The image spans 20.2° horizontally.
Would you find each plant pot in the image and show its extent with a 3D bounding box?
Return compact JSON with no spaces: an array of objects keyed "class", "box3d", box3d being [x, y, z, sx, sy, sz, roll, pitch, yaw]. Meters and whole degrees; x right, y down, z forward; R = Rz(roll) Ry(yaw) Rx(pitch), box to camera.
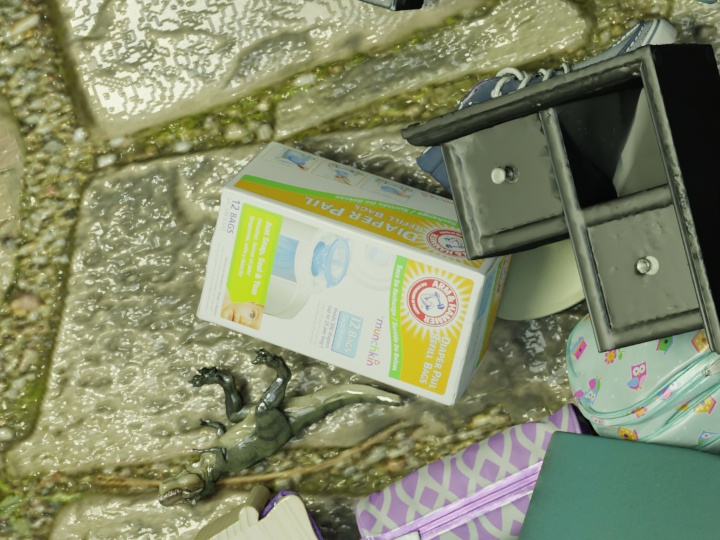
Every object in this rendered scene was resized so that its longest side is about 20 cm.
[{"class":"plant pot","box3d":[0.223,0.207,1.361,0.200,0.141,0.141,0,135,26]}]

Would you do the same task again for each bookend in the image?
[{"class":"bookend","box3d":[0.152,-0.028,1.339,0.200,0.092,0.199,-15,86,36]}]

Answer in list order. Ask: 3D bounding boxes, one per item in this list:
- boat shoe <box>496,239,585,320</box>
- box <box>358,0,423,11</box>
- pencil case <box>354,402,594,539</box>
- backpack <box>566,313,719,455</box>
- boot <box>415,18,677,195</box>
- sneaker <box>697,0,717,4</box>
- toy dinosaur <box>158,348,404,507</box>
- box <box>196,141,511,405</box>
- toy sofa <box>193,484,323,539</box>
[{"class":"boat shoe","box3d":[0.180,-0.022,1.464,0.201,0.063,0.074,-36,63,25]},{"class":"box","box3d":[-0.006,-0.245,1.393,0.122,0.200,0.106,19,100,4]},{"class":"pencil case","box3d":[0.088,0.169,1.494,0.200,0.085,0.084,-27,75,8]},{"class":"backpack","box3d":[0.246,0.051,1.419,0.127,0.167,0.200,37,116,-26]},{"class":"boot","box3d":[0.132,-0.122,1.455,0.090,0.073,0.200,40,101,-5]},{"class":"sneaker","box3d":[0.197,-0.286,1.424,0.200,0.080,0.131,34,102,1]},{"class":"toy dinosaur","box3d":[-0.075,0.106,1.528,0.200,0.047,0.088,-26,108,9]},{"class":"box","box3d":[0.000,0.000,1.451,0.200,0.101,0.113,19,118,11]},{"class":"toy sofa","box3d":[-0.037,0.258,1.524,0.098,0.083,0.200,-33,92,6]}]
